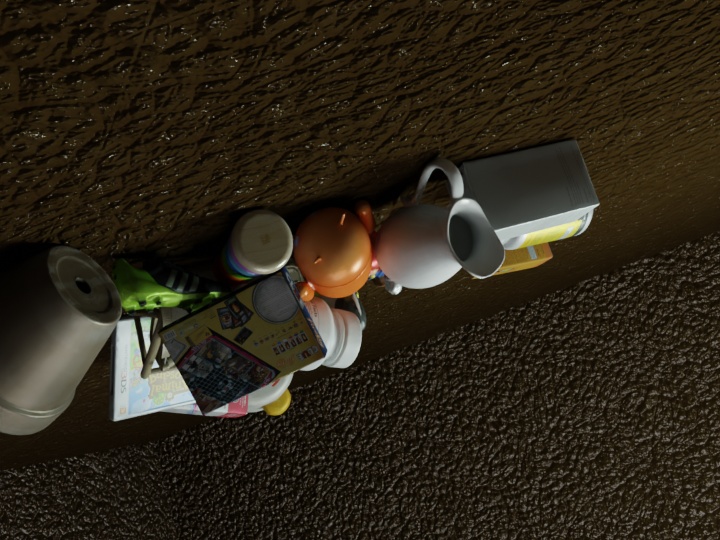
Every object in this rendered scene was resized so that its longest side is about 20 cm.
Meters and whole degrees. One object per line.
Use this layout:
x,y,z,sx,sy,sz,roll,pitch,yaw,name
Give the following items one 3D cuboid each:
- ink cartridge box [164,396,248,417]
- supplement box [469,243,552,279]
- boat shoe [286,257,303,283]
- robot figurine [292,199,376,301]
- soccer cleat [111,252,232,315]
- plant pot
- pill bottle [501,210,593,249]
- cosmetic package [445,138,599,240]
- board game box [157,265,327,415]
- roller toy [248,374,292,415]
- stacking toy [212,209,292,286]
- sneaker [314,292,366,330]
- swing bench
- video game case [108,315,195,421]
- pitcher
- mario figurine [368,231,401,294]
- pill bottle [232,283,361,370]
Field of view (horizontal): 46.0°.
-0.321,0.206,1.665,0.198,0.150,0.085,11,163,-35,ink cartridge box
0.330,-0.033,1.891,0.198,0.070,0.066,-12,167,-32,supplement box
-0.143,0.033,1.477,0.074,0.069,0.201,-9,145,-18,boat shoe
-0.039,-0.027,1.243,0.142,0.119,0.200,-15,169,-1,robot figurine
-0.258,0.017,1.187,0.067,0.082,0.199,-32,160,31,soccer cleat
-0.392,0.067,1.030,0.173,0.201,0.199,-38,163,16,plant pot
0.267,-0.097,1.373,0.197,0.116,0.114,-12,168,-27,pill bottle
0.240,-0.115,1.262,0.197,0.115,0.081,-13,167,-17,cosmetic package
-0.163,0.099,1.181,0.198,0.137,0.035,-25,-170,9,board game box
-0.241,0.217,1.880,0.179,0.203,0.140,6,162,-12,roller toy
-0.162,-0.020,1.199,0.084,0.087,0.200,-12,173,-24,stacking toy
-0.030,0.045,1.450,0.084,0.200,0.075,18,109,-36,sneaker
-0.248,0.076,1.363,0.196,0.132,0.200,-9,166,-30,swing bench
-0.356,0.164,1.527,0.198,0.185,0.022,-7,-162,-44,video game case
0.097,-0.063,1.215,0.120,0.174,0.199,-21,-175,-31,pitcher
0.000,0.000,1.450,0.122,0.108,0.200,-17,170,4,mario figurine
-0.102,0.092,1.294,0.198,0.116,0.114,12,153,-34,pill bottle
